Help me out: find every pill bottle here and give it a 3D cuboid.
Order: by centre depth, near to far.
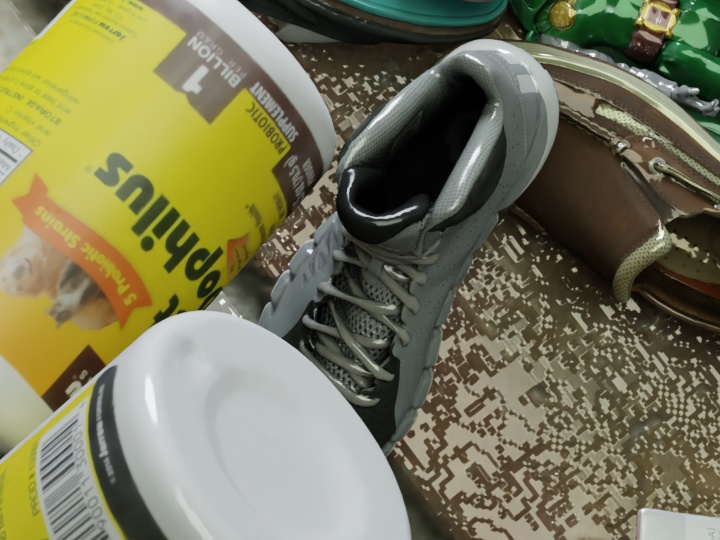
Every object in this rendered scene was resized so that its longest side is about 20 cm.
[{"bbox_3d":[-0.089,0.112,0.695,0.200,0.114,0.114,-40,83,27],"label":"pill bottle"},{"bbox_3d":[-0.108,-0.007,0.766,0.109,0.109,0.200,40,75,2],"label":"pill bottle"}]

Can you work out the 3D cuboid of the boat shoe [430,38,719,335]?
[{"bbox_3d":[0.113,-0.025,0.882,0.202,0.075,0.075,25,37,-2],"label":"boat shoe"}]

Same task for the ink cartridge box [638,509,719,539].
[{"bbox_3d":[0.182,0.202,0.858,0.175,0.045,0.201,7,75,-7],"label":"ink cartridge box"}]

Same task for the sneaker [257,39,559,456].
[{"bbox_3d":[0.000,0.000,0.823,0.075,0.115,0.201,28,98,12],"label":"sneaker"}]

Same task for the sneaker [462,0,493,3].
[{"bbox_3d":[0.061,-0.202,0.901,0.074,0.081,0.201,20,50,-19],"label":"sneaker"}]

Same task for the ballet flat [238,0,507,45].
[{"bbox_3d":[-0.038,-0.131,0.893,0.199,0.068,0.068,16,65,-21],"label":"ballet flat"}]

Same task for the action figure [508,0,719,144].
[{"bbox_3d":[0.145,-0.095,0.929,0.199,0.055,0.119,19,78,1],"label":"action figure"}]
